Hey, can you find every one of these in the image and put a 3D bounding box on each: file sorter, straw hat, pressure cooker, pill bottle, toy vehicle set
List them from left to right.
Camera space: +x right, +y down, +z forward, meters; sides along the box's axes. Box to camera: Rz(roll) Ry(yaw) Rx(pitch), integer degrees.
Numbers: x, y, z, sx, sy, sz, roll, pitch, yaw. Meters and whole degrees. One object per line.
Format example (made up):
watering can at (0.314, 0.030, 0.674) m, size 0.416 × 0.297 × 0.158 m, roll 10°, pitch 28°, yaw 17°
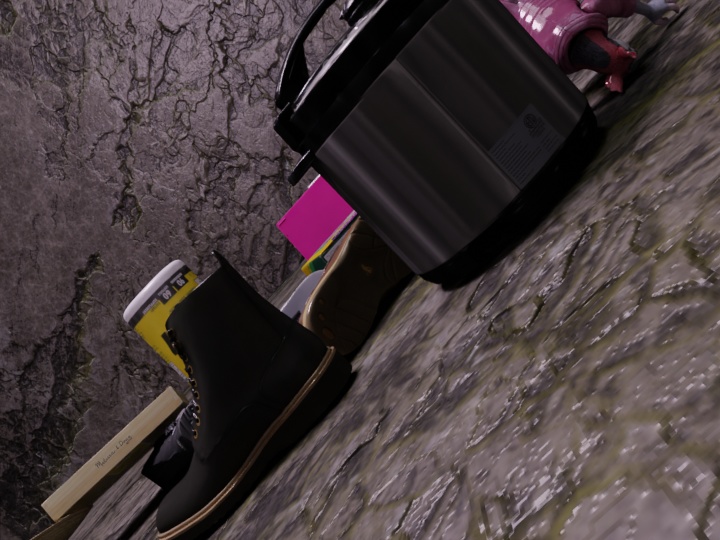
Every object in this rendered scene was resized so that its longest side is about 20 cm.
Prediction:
straw hat at (-0.390, 0.377, 0.882) m, size 0.199 × 0.086 × 0.201 m, roll -35°, pitch -9°, yaw -6°
toy vehicle set at (-0.301, 0.232, 0.944) m, size 0.200 × 0.027 × 0.124 m, roll -43°, pitch -6°, yaw -15°
pill bottle at (-0.226, 0.094, 1.046) m, size 0.114 × 0.200 × 0.114 m, roll -45°, pitch 6°, yaw 6°
file sorter at (-0.042, -0.121, 1.480) m, size 0.200 × 0.139 × 0.126 m, roll -41°, pitch 4°, yaw 38°
pressure cooker at (0.045, -0.117, 0.520) m, size 0.178 × 0.200 × 0.177 m, roll -40°, pitch 9°, yaw 42°

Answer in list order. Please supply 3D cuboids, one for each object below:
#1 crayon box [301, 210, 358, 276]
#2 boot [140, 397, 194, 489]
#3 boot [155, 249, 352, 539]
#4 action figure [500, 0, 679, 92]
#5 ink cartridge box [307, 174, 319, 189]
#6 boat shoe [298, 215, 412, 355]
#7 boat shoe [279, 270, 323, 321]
crayon box at (0.003, -0.064, 1.153) m, size 0.200 × 0.058 × 0.172 m, roll -48°, pitch 5°, yaw -14°
boot at (-0.187, 0.181, 0.919) m, size 0.165 × 0.066 × 0.200 m, roll -42°, pitch -6°, yaw -38°
boot at (-0.120, 0.098, 0.565) m, size 0.200 × 0.138 × 0.077 m, roll -47°, pitch 6°, yaw 4°
action figure at (0.151, -0.204, 0.590) m, size 0.135 × 0.147 × 0.201 m, roll -53°, pitch 37°, yaw 13°
ink cartridge box at (0.004, -0.204, 1.624) m, size 0.200 × 0.145 × 0.145 m, roll -45°, pitch 2°, yaw 9°
boat shoe at (0.000, 0.001, 0.679) m, size 0.201 × 0.072 × 0.067 m, roll -54°, pitch 11°, yaw -34°
boat shoe at (-0.093, 0.084, 0.847) m, size 0.201 × 0.071 × 0.070 m, roll -48°, pitch -10°, yaw -11°
